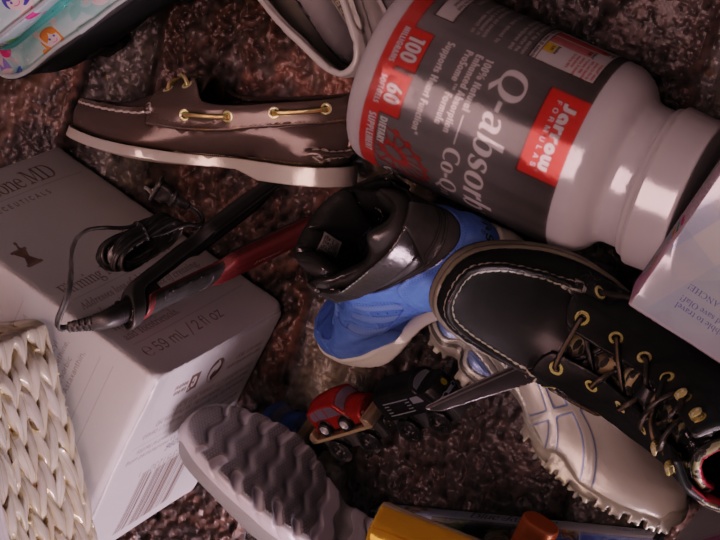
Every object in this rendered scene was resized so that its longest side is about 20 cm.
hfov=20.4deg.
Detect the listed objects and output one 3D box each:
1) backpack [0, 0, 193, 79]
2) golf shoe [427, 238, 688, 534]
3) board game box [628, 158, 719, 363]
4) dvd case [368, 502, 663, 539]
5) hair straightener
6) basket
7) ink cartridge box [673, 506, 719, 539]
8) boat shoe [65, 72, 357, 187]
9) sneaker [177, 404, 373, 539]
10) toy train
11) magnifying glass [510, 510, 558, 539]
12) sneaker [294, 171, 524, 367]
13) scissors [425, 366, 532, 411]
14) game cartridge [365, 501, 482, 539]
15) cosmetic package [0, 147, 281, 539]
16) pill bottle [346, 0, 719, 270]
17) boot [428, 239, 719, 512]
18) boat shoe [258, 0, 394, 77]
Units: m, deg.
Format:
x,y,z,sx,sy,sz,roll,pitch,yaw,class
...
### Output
x,y,z,sx,sy,sz,roll,pitch,yaw,class
-0.210,-0.238,1.261,0.177,0.150,0.201,-29,85,31,backpack
0.135,0.068,1.206,0.200,0.078,0.097,44,112,9,golf shoe
0.277,-0.011,1.045,0.199,0.043,0.200,33,114,1,board game box
0.101,0.228,1.294,0.199,0.018,0.144,3,105,25,dvd case
-0.118,-0.016,1.241,0.077,0.200,0.041,53,141,8,hair straightener
-0.244,0.134,1.191,0.135,0.123,0.201,-6,103,28,basket
0.258,0.191,1.102,0.195,0.200,0.044,11,108,23,ink cartridge box
-0.094,-0.095,1.279,0.199,0.072,0.060,10,101,20,boat shoe
-0.046,0.170,1.279,0.200,0.075,0.082,43,129,-8,sneaker
-0.010,0.095,1.275,0.199,0.034,0.046,-21,115,47,toy train
0.077,0.241,1.286,0.079,0.022,0.201,30,114,16,magnifying glass
0.000,-0.001,1.200,0.200,0.111,0.077,-19,50,58,sneaker
0.134,0.040,1.171,0.199,0.014,0.074,-5,107,-7,scissors
0.088,0.234,1.209,0.199,0.033,0.177,22,140,11,game cartridge
-0.196,0.054,1.311,0.200,0.167,0.167,34,117,14,cosmetic package
0.102,-0.081,1.156,0.199,0.116,0.116,25,113,17,pill bottle
0.145,0.057,1.084,0.203,0.154,0.074,23,103,-20,boot
-0.051,-0.201,1.230,0.072,0.066,0.201,-34,87,30,boat shoe
